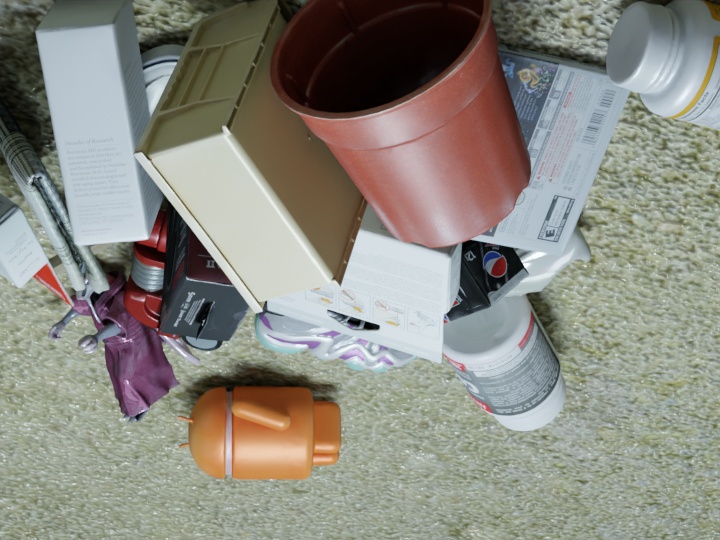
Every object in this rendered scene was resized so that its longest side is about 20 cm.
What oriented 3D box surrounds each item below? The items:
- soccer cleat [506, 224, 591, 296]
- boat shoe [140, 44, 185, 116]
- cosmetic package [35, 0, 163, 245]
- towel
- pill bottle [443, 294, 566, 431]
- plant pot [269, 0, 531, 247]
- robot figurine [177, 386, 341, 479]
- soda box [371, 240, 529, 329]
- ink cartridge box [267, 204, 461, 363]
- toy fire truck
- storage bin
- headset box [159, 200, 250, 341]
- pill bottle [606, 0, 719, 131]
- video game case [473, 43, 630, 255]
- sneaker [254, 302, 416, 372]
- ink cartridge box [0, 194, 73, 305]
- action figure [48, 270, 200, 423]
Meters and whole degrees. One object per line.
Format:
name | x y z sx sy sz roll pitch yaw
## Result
soccer cleat | 0.157 0.005 1.802 0.200 0.069 0.078 -29 123 29
boat shoe | -0.212 -0.128 1.569 0.074 0.086 0.202 20 140 -30
cosmetic package | -0.229 -0.134 1.469 0.071 0.101 0.200 -4 113 3
towel | -0.309 -0.086 1.543 0.034 0.193 0.200 -31 145 -8
pill bottle | 0.165 0.100 1.904 0.114 0.114 0.200 -13 144 16
plant pot | 0.052 -0.137 1.444 0.200 0.201 0.195 -15 135 17
robot figurine | -0.124 0.198 2.032 0.199 0.117 0.144 1 -170 -4
soda box | 0.082 0.017 1.730 0.063 0.071 0.200 57 146 -6
ink cartridge box | 0.000 0.000 1.648 0.200 0.044 0.174 17 144 13
toy fire truck | -0.226 -0.002 1.742 0.199 0.129 0.176 16 144 -5
storage bin | -0.082 -0.108 1.473 0.094 0.199 0.200 -14 130 29
headset box | -0.141 -0.034 1.592 0.077 0.201 0.149 8 157 -13
pill bottle | 0.328 -0.182 1.502 0.200 0.109 0.109 12 143 -20
video game case | 0.146 -0.117 1.596 0.181 0.023 0.200 10 119 -18
sneaker | -0.012 0.046 1.847 0.199 0.078 0.140 5 146 -12
ink cartridge box | -0.380 -0.047 1.600 0.200 0.044 0.174 34 157 27
action figure | -0.259 0.064 1.837 0.149 0.134 0.200 -28 123 -21
